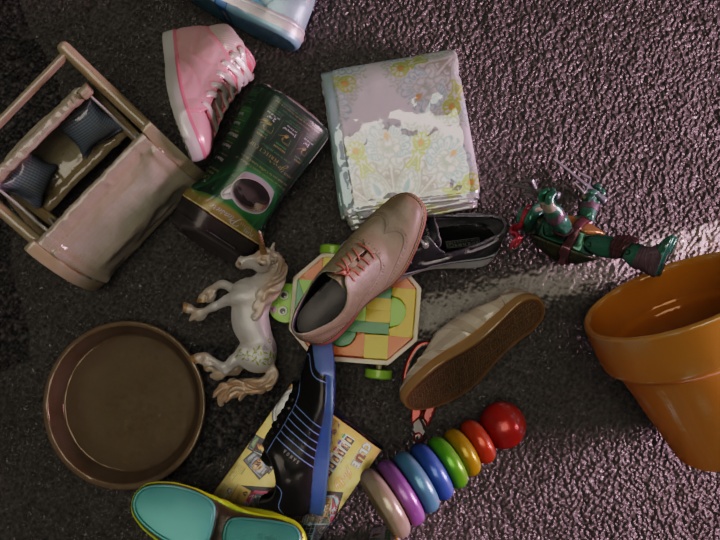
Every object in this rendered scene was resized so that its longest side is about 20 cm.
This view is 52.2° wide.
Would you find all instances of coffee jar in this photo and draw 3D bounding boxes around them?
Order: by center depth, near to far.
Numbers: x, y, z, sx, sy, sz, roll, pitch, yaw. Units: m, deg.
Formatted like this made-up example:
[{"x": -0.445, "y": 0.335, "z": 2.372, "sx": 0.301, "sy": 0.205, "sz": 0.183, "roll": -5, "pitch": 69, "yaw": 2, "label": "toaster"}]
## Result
[{"x": -0.132, "y": -0.111, "z": 0.870, "sx": 0.104, "sy": 0.085, "sz": 0.200, "roll": 35, "pitch": 87, "yaw": -30, "label": "coffee jar"}]

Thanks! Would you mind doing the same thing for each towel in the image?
[{"x": 0.047, "y": -0.158, "z": 0.893, "sx": 0.171, "sy": 0.048, "sz": 0.201, "roll": -9, "pitch": 85, "yaw": -1, "label": "towel"}]

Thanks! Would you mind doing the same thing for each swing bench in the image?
[{"x": -0.325, "y": -0.114, "z": 0.867, "sx": 0.200, "sy": 0.130, "sz": 0.199, "roll": 43, "pitch": 88, "yaw": 5, "label": "swing bench"}]

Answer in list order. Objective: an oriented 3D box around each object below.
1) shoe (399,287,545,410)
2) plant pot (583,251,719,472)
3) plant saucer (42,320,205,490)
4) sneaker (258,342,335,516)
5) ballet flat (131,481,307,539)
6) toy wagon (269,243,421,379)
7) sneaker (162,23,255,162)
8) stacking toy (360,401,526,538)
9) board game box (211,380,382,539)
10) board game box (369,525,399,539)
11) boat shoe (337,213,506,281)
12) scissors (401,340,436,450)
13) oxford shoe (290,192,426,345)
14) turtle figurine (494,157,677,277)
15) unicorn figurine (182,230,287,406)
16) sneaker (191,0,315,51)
[{"x": 0.124, "y": 0.089, "z": 0.860, "sx": 0.200, "sy": 0.053, "sz": 0.070, "roll": -36, "pitch": 127, "yaw": -4, "label": "shoe"}, {"x": 0.370, "y": 0.104, "z": 0.791, "sx": 0.200, "sy": 0.200, "sz": 0.184, "roll": -26, "pitch": 99, "yaw": 1, "label": "plant pot"}, {"x": -0.283, "y": 0.162, "z": 0.892, "sx": 0.199, "sy": 0.029, "sz": 0.201, "roll": 0, "pitch": 84, "yaw": 3, "label": "plant saucer"}, {"x": -0.070, "y": 0.174, "z": 0.824, "sx": 0.078, "sy": 0.070, "sz": 0.201, "roll": 5, "pitch": 85, "yaw": -1, "label": "sneaker"}, {"x": -0.156, "y": 0.286, "z": 0.820, "sx": 0.199, "sy": 0.067, "sz": 0.067, "roll": 14, "pitch": 71, "yaw": 4, "label": "ballet flat"}, {"x": -0.029, "y": 0.047, "z": 0.882, "sx": 0.199, "sy": 0.040, "sz": 0.156, "roll": 5, "pitch": 85, "yaw": 3, "label": "toy wagon"}, {"x": -0.173, "y": -0.221, "z": 0.872, "sx": 0.104, "sy": 0.075, "sz": 0.201, "roll": -12, "pitch": 57, "yaw": -4, "label": "sneaker"}, {"x": 0.101, "y": 0.214, "z": 0.840, "sx": 0.200, "sy": 0.085, "sz": 0.086, "roll": -31, "pitch": 84, "yaw": -13, "label": "stacking toy"}, {"x": -0.085, "y": 0.252, "z": 0.870, "sx": 0.135, "sy": 0.035, "sz": 0.200, "roll": 36, "pitch": 88, "yaw": 5, "label": "board game box"}, {"x": 0.048, "y": 0.396, "z": 0.806, "sx": 0.034, "sy": 0.126, "sz": 0.201, "roll": -15, "pitch": 85, "yaw": 2, "label": "board game box"}, {"x": 0.072, "y": -0.032, "z": 0.843, "sx": 0.199, "sy": 0.068, "sz": 0.072, "roll": -4, "pitch": 63, "yaw": -12, "label": "boat shoe"}, {"x": 0.065, "y": 0.185, "z": 0.881, "sx": 0.073, "sy": 0.014, "sz": 0.201, "roll": 21, "pitch": 88, "yaw": 2, "label": "scissors"}, {"x": 0.000, "y": 0.000, "z": 0.779, "sx": 0.070, "sy": 0.075, "sz": 0.200, "roll": 36, "pitch": 92, "yaw": 11, "label": "oxford shoe"}, {"x": 0.252, "y": -0.053, "z": 0.840, "sx": 0.200, "sy": 0.150, "sz": 0.101, "roll": 26, "pitch": 120, "yaw": 23, "label": "turtle figurine"}, {"x": -0.139, "y": 0.052, "z": 0.864, "sx": 0.137, "sy": 0.074, "sz": 0.201, "roll": -10, "pitch": 105, "yaw": 17, "label": "unicorn figurine"}, {"x": -0.137, "y": -0.371, "z": 0.906, "sx": 0.200, "sy": 0.080, "sz": 0.131, "roll": 28, "pitch": 89, "yaw": -5, "label": "sneaker"}]
